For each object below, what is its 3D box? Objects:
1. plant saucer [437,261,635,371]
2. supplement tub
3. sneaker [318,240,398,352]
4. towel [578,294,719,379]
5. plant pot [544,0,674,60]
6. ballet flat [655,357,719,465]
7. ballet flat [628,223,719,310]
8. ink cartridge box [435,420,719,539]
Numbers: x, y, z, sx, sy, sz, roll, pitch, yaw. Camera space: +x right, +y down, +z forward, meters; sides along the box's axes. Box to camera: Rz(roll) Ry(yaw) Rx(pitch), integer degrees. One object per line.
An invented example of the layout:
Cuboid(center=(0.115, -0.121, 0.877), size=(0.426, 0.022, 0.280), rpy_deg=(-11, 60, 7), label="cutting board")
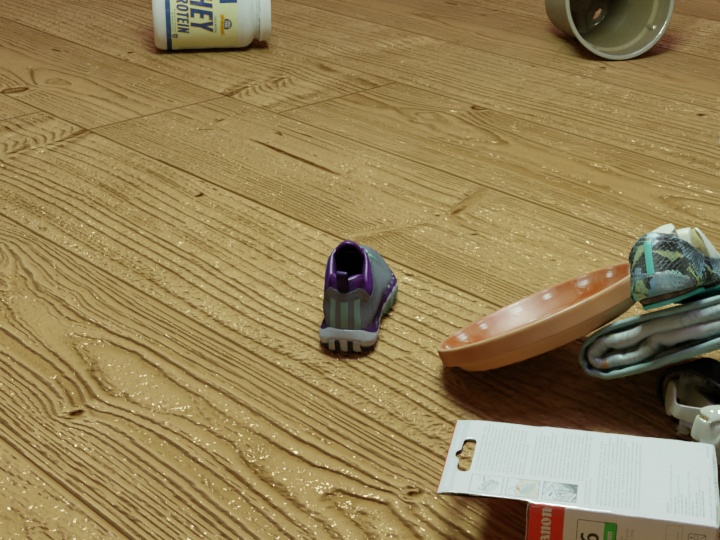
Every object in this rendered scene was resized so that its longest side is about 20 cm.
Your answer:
Cuboid(center=(0.164, 0.044, 1.170), size=(0.198, 0.033, 0.200), rpy_deg=(-24, 2, 1), label="plant saucer")
Cuboid(center=(-0.254, -0.451, 2.240), size=(0.197, 0.147, 0.145), rpy_deg=(-3, 24, -7), label="supplement tub")
Cuboid(center=(0.000, 0.000, 1.293), size=(0.073, 0.089, 0.201), rpy_deg=(1, 24, 2), label="sneaker")
Cuboid(center=(0.304, 0.047, 1.121), size=(0.198, 0.049, 0.170), rpy_deg=(-17, -8, 31), label="towel")
Cuboid(center=(0.409, -0.469, 2.265), size=(0.198, 0.203, 0.183), rpy_deg=(-6, 13, -13), label="plant pot")
Cuboid(center=(0.284, 0.122, 1.042), size=(0.072, 0.074, 0.200), rpy_deg=(-3, 18, -8), label="ballet flat")
Cuboid(center=(0.274, -0.006, 1.115), size=(0.073, 0.075, 0.199), rpy_deg=(12, 4, 24), label="ballet flat")
Cuboid(center=(0.160, 0.165, 0.970), size=(0.197, 0.051, 0.109), rpy_deg=(4, 24, 12), label="ink cartridge box")
